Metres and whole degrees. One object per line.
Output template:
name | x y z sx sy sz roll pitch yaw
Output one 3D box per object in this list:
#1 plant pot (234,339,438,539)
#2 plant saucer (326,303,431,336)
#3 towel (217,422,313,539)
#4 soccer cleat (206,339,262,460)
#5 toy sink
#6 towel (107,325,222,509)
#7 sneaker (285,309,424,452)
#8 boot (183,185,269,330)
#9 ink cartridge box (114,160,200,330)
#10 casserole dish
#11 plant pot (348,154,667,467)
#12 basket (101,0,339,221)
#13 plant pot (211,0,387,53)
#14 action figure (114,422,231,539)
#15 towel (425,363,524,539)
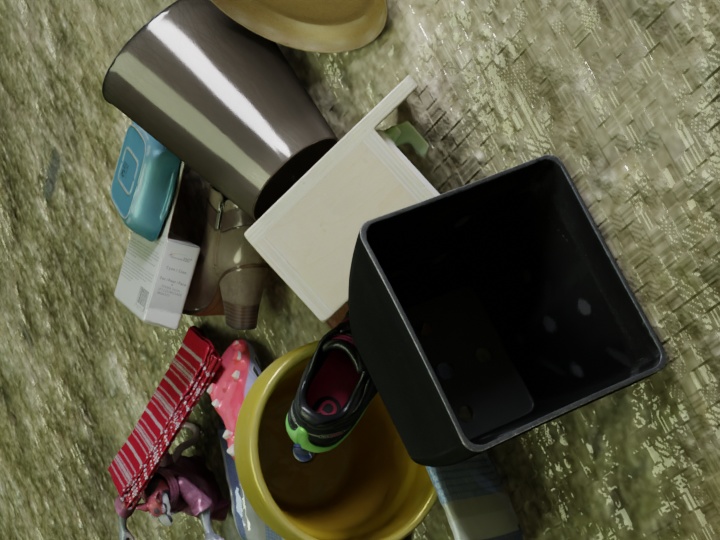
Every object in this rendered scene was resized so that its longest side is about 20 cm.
plant pot | -0.036 0.172 1.644 0.189 0.199 0.203 160 93 -71
plant saucer | 0.000 0.000 1.641 0.200 0.036 0.203 25 123 47
towel | -0.090 0.247 1.867 0.199 0.024 0.149 6 109 53
soccer cleat | -0.115 0.149 1.813 0.067 0.076 0.201 -47 29 16
toy sink | 0.004 -0.059 1.490 0.112 0.200 0.130 46 177 -4
towel | -0.223 0.159 1.895 0.201 0.022 0.145 -59 18 1
sneaker | 0.003 0.072 1.520 0.076 0.201 0.084 27 160 6
boot | -0.152 -0.021 1.829 0.199 0.070 0.148 14 107 55
ink cartridge box | -0.218 -0.037 1.869 0.200 0.044 0.178 -157 82 -71
casserole dish | -0.239 -0.105 1.852 0.200 0.038 0.122 -134 60 -69
plant pot | 0.097 0.055 1.403 0.201 0.198 0.178 63 153 14
basket | -0.124 -0.155 1.654 0.200 0.180 0.136 48 162 19
plant pot | -0.065 -0.272 1.532 0.198 0.028 0.201 17 153 9
action figure | -0.209 0.246 1.930 0.200 0.132 0.151 36 -125 -81
towel | 0.082 0.167 1.515 0.024 0.147 0.202 -28 77 19
